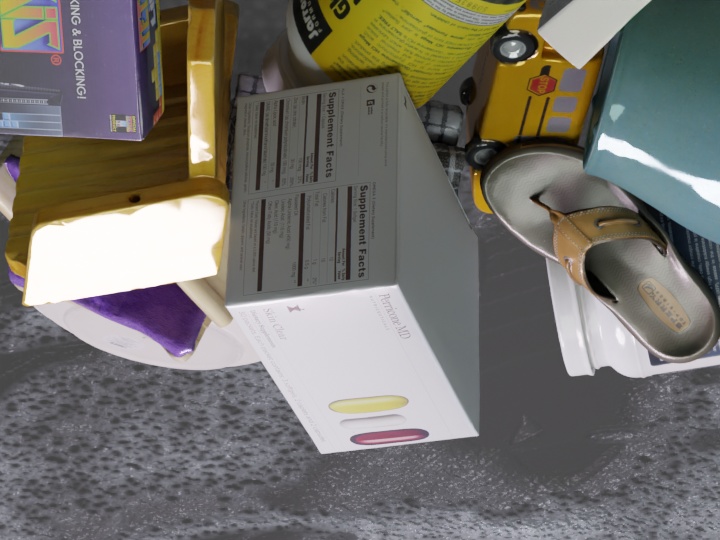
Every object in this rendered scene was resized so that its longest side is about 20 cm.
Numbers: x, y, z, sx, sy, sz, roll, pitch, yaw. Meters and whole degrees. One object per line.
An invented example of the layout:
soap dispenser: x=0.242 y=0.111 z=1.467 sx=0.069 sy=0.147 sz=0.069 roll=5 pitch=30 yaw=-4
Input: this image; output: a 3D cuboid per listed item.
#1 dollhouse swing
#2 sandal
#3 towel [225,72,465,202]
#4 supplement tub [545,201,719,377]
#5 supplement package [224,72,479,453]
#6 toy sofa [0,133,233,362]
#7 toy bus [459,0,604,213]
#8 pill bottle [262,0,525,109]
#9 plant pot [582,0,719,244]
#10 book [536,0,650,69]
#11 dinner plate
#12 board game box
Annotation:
dollhouse swing: x=-0.153 y=-0.117 z=1.607 sx=0.181 sy=0.200 sz=0.176 roll=-10 pitch=132 yaw=9
sandal: x=0.164 y=-0.009 z=1.717 sx=0.082 sy=0.055 sz=0.200 roll=-40 pitch=100 yaw=17
towel: x=-0.024 y=-0.044 z=1.779 sx=0.165 sy=0.086 sz=0.200 roll=5 pitch=147 yaw=-9
supplement tub: x=0.237 y=-0.001 z=1.815 sx=0.199 sy=0.141 sz=0.141 roll=-9 pitch=141 yaw=8
supplement package: x=0.000 y=0.000 z=1.627 sx=0.111 sy=0.156 sz=0.200 roll=-8 pitch=147 yaw=15
toy sofa: x=-0.169 y=-0.023 z=1.724 sx=0.200 sy=0.098 sz=0.083 roll=22 pitch=160 yaw=39
toy bus: x=0.112 y=-0.123 z=1.715 sx=0.078 sy=0.065 sz=0.200 roll=3 pitch=141 yaw=-7
pill bottle: x=0.025 y=-0.168 z=1.615 sx=0.112 sy=0.113 sz=0.200 roll=21 pitch=136 yaw=-27
plant pot: x=0.246 y=-0.105 z=1.655 sx=0.187 sy=0.200 sz=0.200 roll=13 pitch=141 yaw=1
book: x=0.171 y=-0.209 z=1.436 sx=0.048 sy=0.200 sz=0.134 roll=42 pitch=124 yaw=-10
dinner plate: x=-0.150 y=0.040 z=1.884 sx=0.200 sy=0.024 sz=0.200 roll=10 pitch=161 yaw=4
board game box: x=-0.201 y=-0.177 z=1.457 sx=0.165 sy=0.057 sz=0.201 roll=3 pitch=114 yaw=12
